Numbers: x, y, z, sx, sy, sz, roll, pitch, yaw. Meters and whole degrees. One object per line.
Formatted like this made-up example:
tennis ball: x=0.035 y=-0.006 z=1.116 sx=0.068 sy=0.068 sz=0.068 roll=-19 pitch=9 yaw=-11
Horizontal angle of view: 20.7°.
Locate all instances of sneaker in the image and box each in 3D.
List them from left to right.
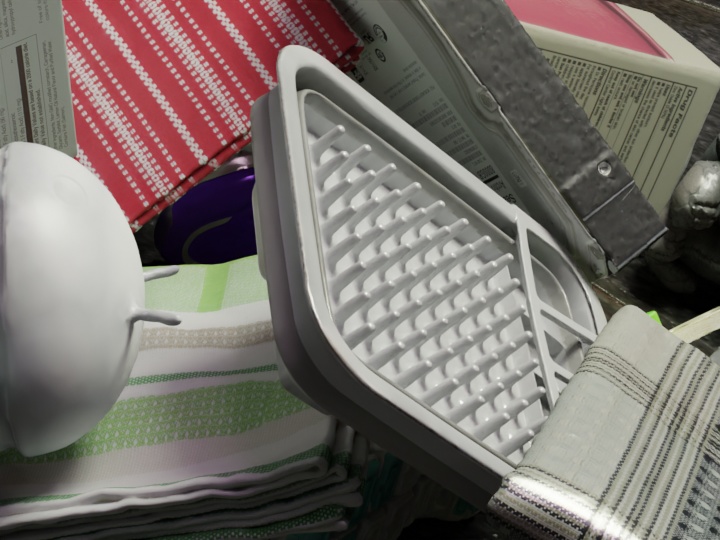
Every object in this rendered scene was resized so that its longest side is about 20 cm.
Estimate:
sneaker: x=0.000 y=0.000 z=0.972 sx=0.200 sy=0.070 sz=0.100 roll=4 pitch=43 yaw=-23
sneaker: x=0.003 y=0.065 z=0.826 sx=0.091 sy=0.078 sz=0.200 roll=29 pitch=22 yaw=26

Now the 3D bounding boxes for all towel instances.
towel: x=-0.114 y=-0.085 z=0.888 sx=0.145 sy=0.200 sz=0.022 roll=52 pitch=0 yaw=23
towel: x=-0.067 y=0.042 z=0.766 sx=0.149 sy=0.031 sz=0.200 roll=-9 pitch=27 yaw=8
towel: x=0.156 y=0.089 z=0.702 sx=0.192 sy=0.035 sz=0.200 roll=29 pitch=24 yaw=11

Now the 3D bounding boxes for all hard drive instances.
hard drive: x=0.041 y=-0.077 z=0.887 sx=0.200 sy=0.038 sz=0.140 roll=53 pitch=-18 yaw=-4

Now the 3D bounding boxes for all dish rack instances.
dish rack: x=0.029 y=0.021 z=0.742 sx=0.200 sy=0.044 sz=0.172 roll=36 pitch=32 yaw=-36

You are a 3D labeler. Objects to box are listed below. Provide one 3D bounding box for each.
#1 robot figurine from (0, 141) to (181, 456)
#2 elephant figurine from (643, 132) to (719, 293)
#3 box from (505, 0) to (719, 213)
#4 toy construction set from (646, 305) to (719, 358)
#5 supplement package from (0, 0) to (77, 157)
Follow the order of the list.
robot figurine: x=-0.164 y=0.012 z=0.702 sx=0.200 sy=0.113 sz=0.170 roll=-2 pitch=28 yaw=-5
elephant figurine: x=0.274 y=0.003 z=1.161 sx=0.200 sy=0.155 sz=0.142 roll=36 pitch=-8 yaw=8
box: x=0.096 y=-0.105 z=1.207 sx=0.200 sy=0.128 sz=0.109 roll=11 pitch=24 yaw=-26
toy construction set: x=0.148 y=0.053 z=0.890 sx=0.200 sy=0.131 sz=0.092 roll=85 pitch=-21 yaw=-74
supplement package: x=-0.242 y=-0.101 z=0.787 sx=0.200 sy=0.151 sz=0.152 roll=-27 pitch=48 yaw=-28
